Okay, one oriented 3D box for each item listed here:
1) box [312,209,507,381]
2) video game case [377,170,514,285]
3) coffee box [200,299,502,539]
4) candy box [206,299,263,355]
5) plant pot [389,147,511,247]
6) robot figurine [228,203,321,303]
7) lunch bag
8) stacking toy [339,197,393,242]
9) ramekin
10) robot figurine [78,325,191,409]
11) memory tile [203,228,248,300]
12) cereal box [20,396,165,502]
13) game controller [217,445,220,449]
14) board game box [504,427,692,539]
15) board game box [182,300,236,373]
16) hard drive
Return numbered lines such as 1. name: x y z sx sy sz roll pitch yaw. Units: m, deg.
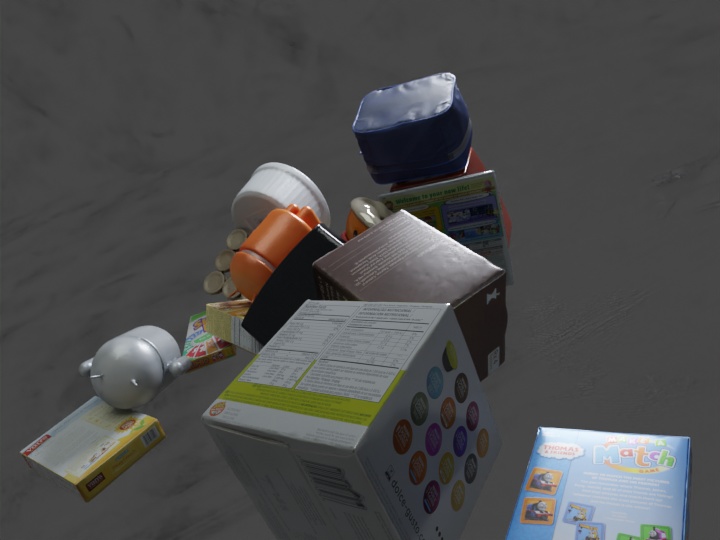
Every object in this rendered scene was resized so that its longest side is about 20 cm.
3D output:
1. box: 0.065 0.056 0.868 0.163 0.167 0.199 -31 43 -24
2. video game case: 0.138 -0.053 1.079 0.198 0.185 0.022 -9 7 22
3. coffee box: 0.002 0.167 0.686 0.198 0.201 0.198 -1 34 38
4. candy box: -0.165 0.093 1.109 0.114 0.056 0.199 -6 11 -39
5. plant pot: 0.150 -0.104 1.177 0.197 0.178 0.201 -9 26 21
6. robot figurine: -0.148 -0.024 1.143 0.143 0.117 0.201 33 66 9
7. lunch bag: 0.085 -0.226 1.111 0.198 0.133 0.137 -6 44 25
8. stacking toy: 0.000 0.000 1.043 0.201 0.145 0.146 -55 19 16
9. ramekin: -0.171 -0.111 1.367 0.199 0.202 0.098 0 37 37
10. robot figurine: -0.363 0.155 1.069 0.167 0.115 0.200 -3 5 1
11. memory tile: -0.209 -0.003 1.310 0.198 0.017 0.155 14 69 28
12. cereal box: -0.410 0.265 1.005 0.198 0.040 0.144 3 32 43
13. game controller: -0.130 0.189 0.949 0.103 0.043 0.201 -11 26 18
14. board game box: 0.219 0.229 0.606 0.150 0.037 0.200 -4 30 31
15. board game box: -0.277 0.116 1.232 0.094 0.030 0.200 -20 22 -1
16. hard drive: -0.079 0.038 0.965 0.134 0.042 0.201 38 89 21
